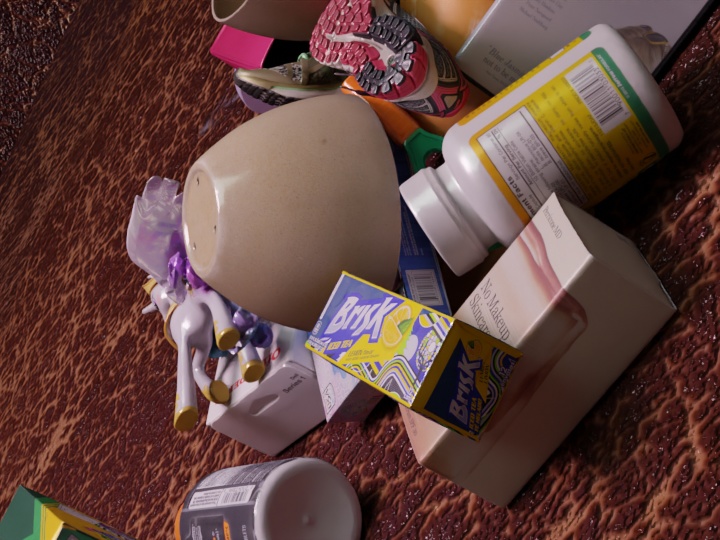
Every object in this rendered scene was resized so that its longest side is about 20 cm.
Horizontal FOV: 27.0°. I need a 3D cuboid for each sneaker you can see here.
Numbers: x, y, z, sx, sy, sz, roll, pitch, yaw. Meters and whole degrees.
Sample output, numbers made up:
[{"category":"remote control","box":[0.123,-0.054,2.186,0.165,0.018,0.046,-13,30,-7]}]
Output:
[{"category":"sneaker","box":[0.019,-0.178,1.225,0.081,0.074,0.200,-54,35,15]},{"category":"sneaker","box":[-0.026,-0.201,1.436,0.077,0.198,0.089,170,98,-74]}]

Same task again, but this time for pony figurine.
[{"category":"pony figurine","box":[-0.148,0.021,1.412,0.194,0.165,0.201,-60,38,29]}]

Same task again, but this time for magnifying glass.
[{"category":"magnifying glass","box":[0.057,-0.094,1.228,0.080,0.022,0.200,-44,69,-1]}]

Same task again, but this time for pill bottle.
[{"category":"pill bottle","box":[0.133,-0.086,1.132,0.199,0.113,0.113,-35,28,7]},{"category":"pill bottle","box":[-0.091,0.222,1.309,0.200,0.106,0.107,-19,46,57]}]

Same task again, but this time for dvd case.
[{"category":"dvd case","box":[0.186,-0.202,1.190,0.201,0.142,0.018,-53,9,15]}]

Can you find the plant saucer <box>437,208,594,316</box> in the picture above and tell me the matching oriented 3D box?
[{"category":"plant saucer","box":[0.113,0.002,1.235,0.200,0.037,0.201,-44,29,32]}]

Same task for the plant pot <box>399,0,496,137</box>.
[{"category":"plant pot","box":[0.110,-0.194,1.297,0.200,0.199,0.185,-150,74,-66]}]

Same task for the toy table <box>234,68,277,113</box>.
[{"category":"toy table","box":[-0.094,-0.305,1.836,0.200,0.184,0.117,-43,43,9]}]

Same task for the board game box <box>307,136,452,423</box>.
[{"category":"board game box","box":[0.000,0.000,1.306,0.199,0.043,0.201,124,139,-53]}]

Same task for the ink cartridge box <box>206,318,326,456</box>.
[{"category":"ink cartridge box","box":[-0.067,0.059,1.467,0.145,0.084,0.201,-39,32,40]}]

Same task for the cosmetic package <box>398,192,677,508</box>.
[{"category":"cosmetic package","box":[0.122,0.059,1.090,0.200,0.087,0.104,-52,25,18]}]

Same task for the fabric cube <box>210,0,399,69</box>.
[{"category":"fabric cube","box":[-0.012,-0.255,1.572,0.201,0.195,0.199,-60,24,0]}]

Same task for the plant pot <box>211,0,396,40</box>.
[{"category":"plant pot","box":[-0.031,-0.289,1.363,0.200,0.134,0.201,-47,29,37]}]

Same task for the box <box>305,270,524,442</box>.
[{"category":"box","box":[0.033,0.058,1.082,0.070,0.064,0.200,-63,24,-2]}]

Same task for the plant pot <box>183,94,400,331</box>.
[{"category":"plant pot","box":[-0.070,-0.043,1.235,0.200,0.133,0.202,176,90,-65]}]

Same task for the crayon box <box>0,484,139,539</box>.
[{"category":"crayon box","box":[-0.224,0.278,1.392,0.059,0.199,0.172,-64,24,-10]}]
